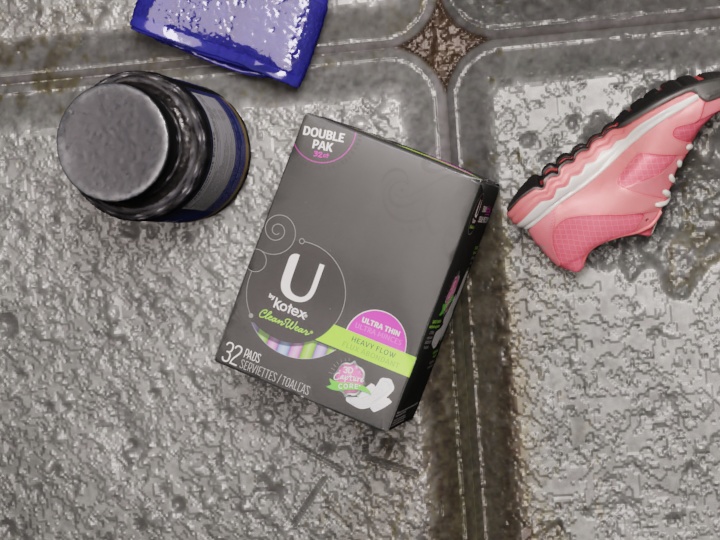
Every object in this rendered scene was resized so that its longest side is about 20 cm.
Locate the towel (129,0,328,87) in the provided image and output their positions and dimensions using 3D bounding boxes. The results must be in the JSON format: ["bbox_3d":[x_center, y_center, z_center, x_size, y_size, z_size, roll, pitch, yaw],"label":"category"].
[{"bbox_3d":[-0.082,-0.258,1.629,0.147,0.050,0.201,20,94,4],"label":"towel"}]

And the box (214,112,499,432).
[{"bbox_3d":[0.000,0.000,1.572,0.148,0.124,0.201,22,94,9],"label":"box"}]

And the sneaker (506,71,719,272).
[{"bbox_3d":[0.211,-0.074,1.567,0.200,0.074,0.087,-35,97,13],"label":"sneaker"}]

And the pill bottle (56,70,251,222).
[{"bbox_3d":[-0.157,-0.092,1.564,0.111,0.200,0.113,0,91,11],"label":"pill bottle"}]
